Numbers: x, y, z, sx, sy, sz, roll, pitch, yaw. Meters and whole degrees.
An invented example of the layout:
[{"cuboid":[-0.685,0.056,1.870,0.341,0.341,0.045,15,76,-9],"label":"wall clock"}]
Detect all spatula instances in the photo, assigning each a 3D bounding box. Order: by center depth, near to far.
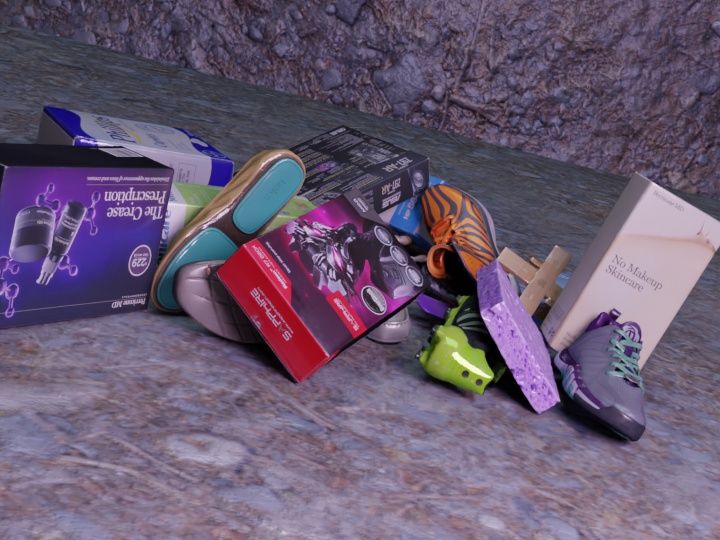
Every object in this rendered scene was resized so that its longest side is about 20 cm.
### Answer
[{"cuboid":[0.023,0.037,1.314,0.198,0.021,0.057,5,22,-18],"label":"spatula"}]

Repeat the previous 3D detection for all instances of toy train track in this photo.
[{"cuboid":[0.236,0.047,1.374,0.199,0.033,0.115,37,57,6],"label":"toy train track"}]

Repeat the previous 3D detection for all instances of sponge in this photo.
[{"cuboid":[0.154,0.060,1.198,0.030,0.112,0.200,-30,8,10],"label":"sponge"}]

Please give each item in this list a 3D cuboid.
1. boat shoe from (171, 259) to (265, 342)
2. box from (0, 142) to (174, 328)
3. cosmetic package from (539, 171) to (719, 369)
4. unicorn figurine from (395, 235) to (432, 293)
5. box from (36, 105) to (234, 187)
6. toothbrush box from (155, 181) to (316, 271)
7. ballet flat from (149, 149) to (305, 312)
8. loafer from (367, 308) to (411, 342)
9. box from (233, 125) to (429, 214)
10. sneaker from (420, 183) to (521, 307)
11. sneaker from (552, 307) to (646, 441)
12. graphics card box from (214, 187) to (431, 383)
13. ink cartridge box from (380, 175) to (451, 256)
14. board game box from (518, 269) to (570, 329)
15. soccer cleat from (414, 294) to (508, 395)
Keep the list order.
[{"cuboid":[-0.098,0.030,1.145,0.199,0.075,0.073,15,0,-37],"label":"boat shoe"},{"cuboid":[-0.267,-0.033,1.052,0.078,0.142,0.199,24,17,30],"label":"box"},{"cuboid":[0.287,0.011,1.271,0.103,0.201,0.073,28,12,-7],"label":"cosmetic package"},{"cuboid":[0.025,-0.012,1.448,0.136,0.075,0.199,4,0,-34],"label":"unicorn figurine"},{"cuboid":[-0.281,-0.119,1.467,0.198,0.106,0.184,6,15,-28],"label":"box"},{"cuboid":[-0.144,-0.038,1.285,0.198,0.087,0.146,7,12,-18],"label":"toothbrush box"},{"cuboid":[-0.133,-0.040,1.174,0.069,0.200,0.063,52,-13,-33],"label":"ballet flat"},{"cuboid":[0.000,0.000,1.272,0.069,0.070,0.200,-5,38,-27],"label":"loafer"},{"cuboid":[-0.037,-0.111,1.486,0.160,0.044,0.199,25,40,38],"label":"box"},{"cuboid":[0.109,-0.033,1.407,0.112,0.078,0.201,16,36,-50],"label":"sneaker"},{"cuboid":[0.240,0.090,1.149,0.074,0.088,0.200,33,10,-12],"label":"sneaker"},{"cuboid":[-0.029,0.008,1.110,0.126,0.051,0.200,52,35,6],"label":"graphics card box"},{"cuboid":[0.051,-0.084,1.615,0.199,0.085,0.146,25,-6,38],"label":"ink cartridge box"},{"cuboid":[0.248,0.039,1.511,0.150,0.037,0.199,23,17,32],"label":"board game box"},{"cuboid":[0.108,0.076,1.183,0.081,0.068,0.200,33,17,5],"label":"soccer cleat"}]
